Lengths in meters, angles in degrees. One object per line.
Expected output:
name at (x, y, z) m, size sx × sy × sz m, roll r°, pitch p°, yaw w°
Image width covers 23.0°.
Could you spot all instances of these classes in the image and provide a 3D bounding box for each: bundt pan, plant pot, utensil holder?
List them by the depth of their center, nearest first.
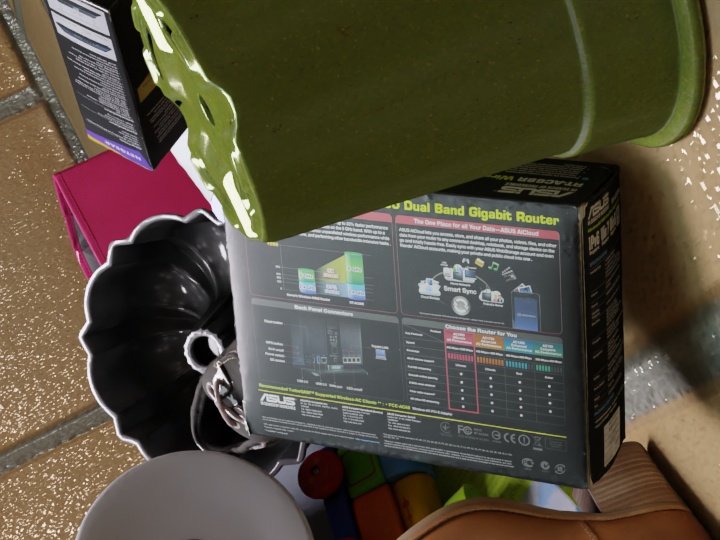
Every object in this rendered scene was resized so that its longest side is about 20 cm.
plant pot at (0.011, -0.105, 0.755) m, size 0.200 × 0.190 × 0.200 m, roll 60°, pitch 168°, yaw 21°
utensil holder at (-0.109, 0.227, 1.197) m, size 0.170 × 0.170 × 0.200 m, roll 59°, pitch 164°, yaw 22°
bundt pan at (-0.094, 0.048, 1.252) m, size 0.202 × 0.202 × 0.076 m, roll 64°, pitch -154°, yaw -2°

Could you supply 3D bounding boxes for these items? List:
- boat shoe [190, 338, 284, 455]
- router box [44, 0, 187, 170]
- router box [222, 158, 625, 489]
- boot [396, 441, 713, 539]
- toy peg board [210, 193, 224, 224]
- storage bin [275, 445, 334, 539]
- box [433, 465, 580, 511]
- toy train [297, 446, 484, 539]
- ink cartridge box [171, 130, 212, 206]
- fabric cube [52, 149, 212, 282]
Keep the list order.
boat shoe at (-0.075, 0.087, 1.108) m, size 0.067 × 0.057 × 0.200 m, roll 59°, pitch 168°, yaw 8°
router box at (-0.098, -0.182, 1.046) m, size 0.052 × 0.200 × 0.157 m, roll 27°, pitch 154°, yaw 18°
router box at (0.031, 0.017, 0.894) m, size 0.200 × 0.062 × 0.150 m, roll 7°, pitch 115°, yaw 25°
boot at (0.104, 0.193, 0.960) m, size 0.155 × 0.200 × 0.074 m, roll 65°, pitch -177°, yaw 36°
toy peg board at (0.000, 0.000, 1.014) m, size 0.199 × 0.098 × 0.200 m, roll -17°, pitch 101°, yaw 41°
storage bin at (-0.005, 0.133, 1.319) m, size 0.145 × 0.200 × 0.134 m, roll 19°, pitch -178°, yaw -31°
box at (0.105, 0.184, 1.154) m, size 0.048 × 0.122 × 0.200 m, roll 20°, pitch -164°, yaw -33°
toy train at (0.042, 0.183, 1.146) m, size 0.085 × 0.116 × 0.200 m, roll 36°, pitch -153°, yaw -46°
ink cartridge box at (-0.017, -0.062, 1.081) m, size 0.160 × 0.047 × 0.200 m, roll 54°, pitch 143°, yaw 2°
fabric cube at (-0.126, -0.011, 1.529) m, size 0.196 × 0.199 × 0.200 m, roll 61°, pitch 168°, yaw 15°
